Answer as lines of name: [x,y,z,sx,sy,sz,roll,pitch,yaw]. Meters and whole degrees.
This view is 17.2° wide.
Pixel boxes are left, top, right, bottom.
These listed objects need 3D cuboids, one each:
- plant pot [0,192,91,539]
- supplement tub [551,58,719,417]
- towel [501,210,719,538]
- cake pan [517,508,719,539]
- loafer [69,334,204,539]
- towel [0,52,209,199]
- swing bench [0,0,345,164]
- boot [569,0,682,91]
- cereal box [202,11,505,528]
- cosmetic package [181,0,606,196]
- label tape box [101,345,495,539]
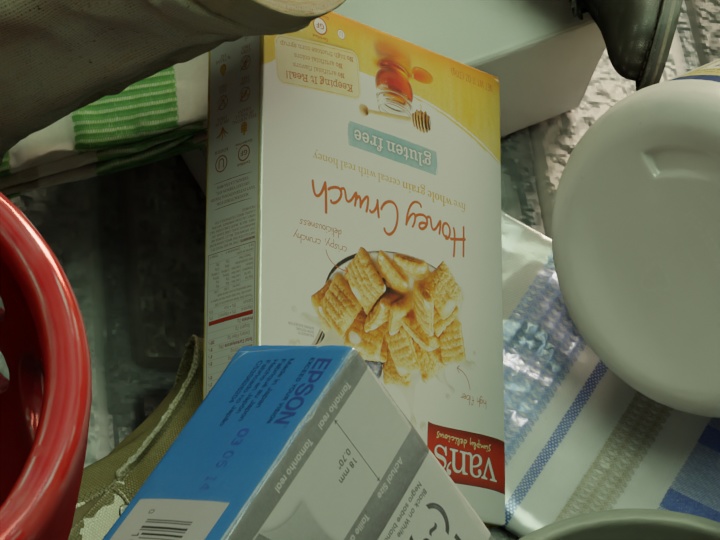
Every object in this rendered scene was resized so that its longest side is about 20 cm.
plant pot: [-0.191,0.075,0.778,0.200,0.183,0.201,4,57,-6]
supplement tub: [0.192,-0.031,1.037,0.144,0.144,0.200,45,39,18]
towel: [0.090,0.055,1.046,0.200,0.024,0.147,31,55,8]
cake pan: [0.117,0.192,0.937,0.200,0.037,0.200,4,59,-7]
loafer: [-0.094,0.098,0.935,0.067,0.076,0.200,26,53,-4]
towel: [-0.145,-0.092,1.033,0.200,0.023,0.153,-16,55,12]
swing bench: [-0.112,-0.138,0.930,0.130,0.199,0.200,36,44,-45]
boot: [0.046,-0.156,1.065,0.174,0.069,0.200,0,48,-13]
cereal box: [0.000,0.000,0.967,0.144,0.039,0.200,16,67,-44]
cosmetic package: [0.006,-0.107,1.105,0.200,0.081,0.113,-19,62,-27]
label tape box: [-0.006,0.145,0.812,0.200,0.063,0.144,55,53,-28]
